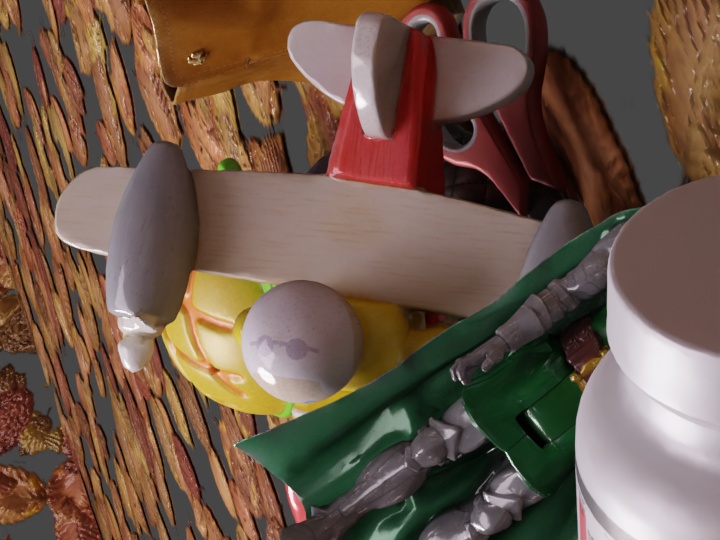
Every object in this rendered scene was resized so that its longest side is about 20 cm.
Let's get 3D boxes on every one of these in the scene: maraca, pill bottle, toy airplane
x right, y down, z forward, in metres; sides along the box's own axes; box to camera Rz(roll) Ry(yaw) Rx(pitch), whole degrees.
[{"bbox_3d":[-0.062,0.013,1.276,0.138,0.107,0.200,61,163,15],"label":"maraca"},{"bbox_3d":[0.121,0.078,0.652,0.116,0.115,0.201,-126,23,-51],"label":"pill bottle"},{"bbox_3d":[0.000,0.000,0.833,0.199,0.200,0.141,52,-152,1],"label":"toy airplane"}]

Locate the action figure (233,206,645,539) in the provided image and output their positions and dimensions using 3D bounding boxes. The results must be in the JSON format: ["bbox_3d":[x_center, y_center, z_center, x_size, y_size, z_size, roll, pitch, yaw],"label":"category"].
[{"bbox_3d":[0.064,0.045,0.738,0.118,0.200,0.055,46,-163,-7],"label":"action figure"}]

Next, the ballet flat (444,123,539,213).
[{"bbox_3d":[0.038,-0.062,0.973,0.067,0.057,0.200,50,-172,-38],"label":"ballet flat"}]

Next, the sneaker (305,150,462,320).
[{"bbox_3d":[0.024,0.017,1.001,0.082,0.070,0.200,37,168,30],"label":"sneaker"}]

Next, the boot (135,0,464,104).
[{"bbox_3d":[-0.019,-0.130,0.888,0.201,0.143,0.071,107,143,-64],"label":"boot"}]

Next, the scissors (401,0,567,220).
[{"bbox_3d":[0.071,-0.022,0.871,0.073,0.014,0.201,-28,79,34],"label":"scissors"}]
